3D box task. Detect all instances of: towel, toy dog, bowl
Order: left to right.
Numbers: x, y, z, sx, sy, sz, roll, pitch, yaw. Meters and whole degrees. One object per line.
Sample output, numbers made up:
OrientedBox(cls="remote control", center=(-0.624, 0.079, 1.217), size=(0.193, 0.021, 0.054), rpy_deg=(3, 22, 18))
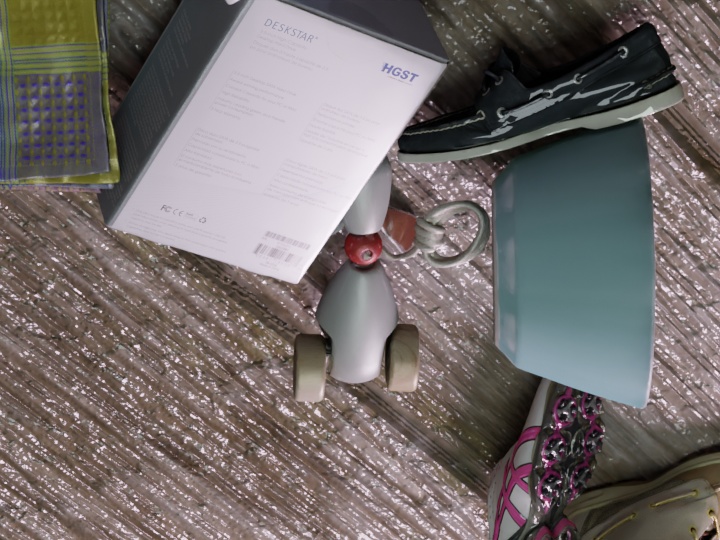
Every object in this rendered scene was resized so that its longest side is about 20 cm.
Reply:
OrientedBox(cls="towel", center=(-0.253, -0.123, 1.347), size=(0.199, 0.023, 0.145), rpy_deg=(2, 101, 5))
OrientedBox(cls="toy dog", center=(0.000, 0.000, 1.507), size=(0.131, 0.096, 0.201), rpy_deg=(17, 112, -16))
OrientedBox(cls="bowl", center=(0.142, -0.007, 1.432), size=(0.104, 0.201, 0.202), rpy_deg=(0, 132, 3))

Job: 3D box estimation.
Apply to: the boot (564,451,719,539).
OrientedBox(cls="boot", center=(0.263, 0.232, 1.675), size=(0.199, 0.155, 0.072), rpy_deg=(-17, 131, 9))

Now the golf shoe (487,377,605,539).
OrientedBox(cls="golf shoe", center=(0.134, 0.163, 1.654), size=(0.072, 0.092, 0.201), rpy_deg=(-8, 116, -40))

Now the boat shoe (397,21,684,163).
OrientedBox(cls="boat shoe", center=(0.115, -0.122, 1.412), size=(0.198, 0.075, 0.067), rpy_deg=(-12, 104, 16))

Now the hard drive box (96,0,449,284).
OrientedBox(cls="hard drive box", center=(-0.062, -0.104, 1.372), size=(0.155, 0.077, 0.200), rpy_deg=(17, 123, -32))

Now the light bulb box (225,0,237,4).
OrientedBox(cls="light bulb box", center=(-0.049, -0.297, 1.200), size=(0.199, 0.125, 0.198), rpy_deg=(-27, 129, 16))
